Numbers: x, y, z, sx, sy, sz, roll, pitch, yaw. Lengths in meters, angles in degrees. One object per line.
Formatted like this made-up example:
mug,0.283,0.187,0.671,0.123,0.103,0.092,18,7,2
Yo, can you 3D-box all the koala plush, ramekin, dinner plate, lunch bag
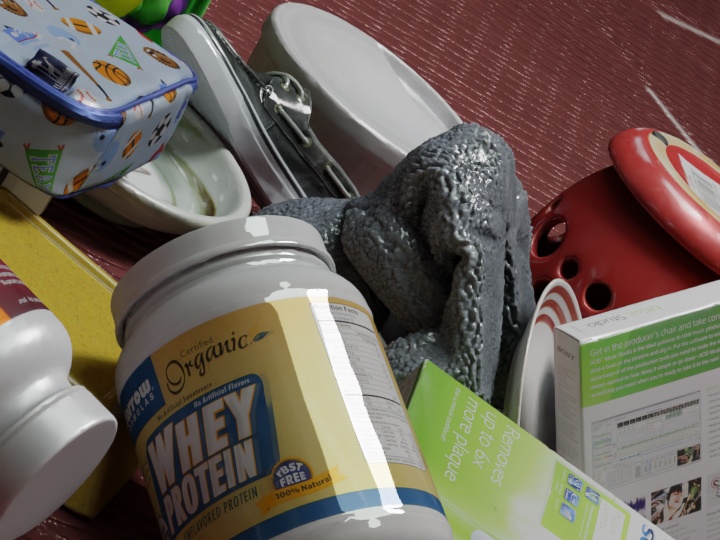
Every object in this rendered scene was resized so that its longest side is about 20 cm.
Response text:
koala plush,0.000,0.000,1.730,0.198,0.185,0.177,0,1,17
ramekin,-0.010,-0.100,2.039,0.202,0.094,0.203,34,20,-14
dinner plate,0.115,0.106,1.732,0.024,0.202,0.200,2,12,16
lunch bag,-0.195,-0.120,1.625,0.160,0.076,0.200,36,18,10

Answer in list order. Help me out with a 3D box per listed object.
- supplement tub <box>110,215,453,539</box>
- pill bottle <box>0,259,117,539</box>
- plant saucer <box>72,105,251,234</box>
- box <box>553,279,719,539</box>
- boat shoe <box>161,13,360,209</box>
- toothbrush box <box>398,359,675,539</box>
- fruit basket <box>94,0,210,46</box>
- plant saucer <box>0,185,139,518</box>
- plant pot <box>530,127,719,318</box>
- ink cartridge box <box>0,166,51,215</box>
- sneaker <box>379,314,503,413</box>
supplement tub,-0.046,0.088,1.430,0.144,0.144,0.201,14,48,-51
pill bottle,-0.216,0.034,1.345,0.200,0.113,0.113,44,20,12
plant saucer,-0.164,-0.081,1.784,0.200,0.050,0.200,36,20,-15
box,0.191,0.114,1.730,0.143,0.202,0.036,-14,26,-26
boat shoe,-0.067,-0.105,1.882,0.072,0.071,0.201,29,-25,56
toothbrush box,0.077,0.172,1.571,0.200,0.086,0.146,38,37,-11
fruit basket,-0.185,-0.232,1.870,0.214,0.156,0.216,23,-22,10
plant saucer,-0.184,0.028,1.516,0.200,0.049,0.200,41,19,0
plant pot,0.222,0.008,2.106,0.200,0.183,0.201,37,20,-15
ink cartridge box,-0.275,-0.100,1.609,0.199,0.039,0.100,19,24,-36
sneaker,0.087,0.089,1.835,0.200,0.079,0.078,49,21,20
